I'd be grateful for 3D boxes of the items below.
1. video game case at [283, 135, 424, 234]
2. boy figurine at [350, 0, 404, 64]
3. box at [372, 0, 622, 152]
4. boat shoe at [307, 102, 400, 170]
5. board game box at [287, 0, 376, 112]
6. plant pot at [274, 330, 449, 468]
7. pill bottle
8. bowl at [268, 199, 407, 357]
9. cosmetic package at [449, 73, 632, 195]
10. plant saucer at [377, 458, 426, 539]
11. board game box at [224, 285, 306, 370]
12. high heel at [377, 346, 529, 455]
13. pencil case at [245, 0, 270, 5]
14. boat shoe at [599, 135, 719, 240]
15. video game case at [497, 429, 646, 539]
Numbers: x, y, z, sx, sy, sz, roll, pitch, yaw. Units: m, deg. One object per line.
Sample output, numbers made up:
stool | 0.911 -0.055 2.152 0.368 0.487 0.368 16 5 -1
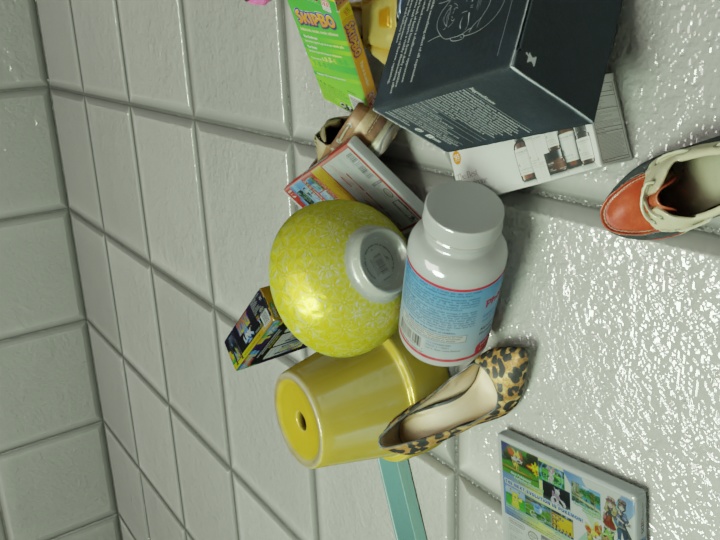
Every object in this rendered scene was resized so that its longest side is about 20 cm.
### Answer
video game case | -0.009 -0.091 1.025 0.143 0.018 0.199 43 151 -15
boy figurine | 0.033 -0.301 0.910 0.199 0.064 0.126 21 123 50
box | 0.123 -0.209 0.708 0.199 0.106 0.150 1 72 58
boat shoe | -0.024 -0.170 1.014 0.072 0.076 0.199 37 151 -17
board game box | -0.033 -0.274 0.950 0.095 0.030 0.201 33 164 31
plant pot | -0.007 0.174 1.040 0.200 0.187 0.203 30 127 50
pill bottle | 0.102 0.005 0.844 0.109 0.108 0.201 50 151 35
bowl | 0.000 0.000 0.930 0.107 0.199 0.203 -19 86 52
cosmetic package | 0.170 -0.126 0.773 0.199 0.050 0.084 -11 91 58
plant saucer | 0.062 0.354 1.162 0.070 0.019 0.202 -11 93 59
board game box | -0.101 0.071 1.167 0.057 0.164 0.200 63 146 15
high heel | 0.107 0.156 0.894 0.072 0.141 0.200 61 145 22
pencil case | -0.114 -0.441 1.068 0.199 0.090 0.095 -11 106 60
boat shoe | 0.268 -0.066 0.631 0.199 0.062 0.072 -20 87 59
video game case | 0.233 0.295 0.866 0.199 0.022 0.185 15 115 56
